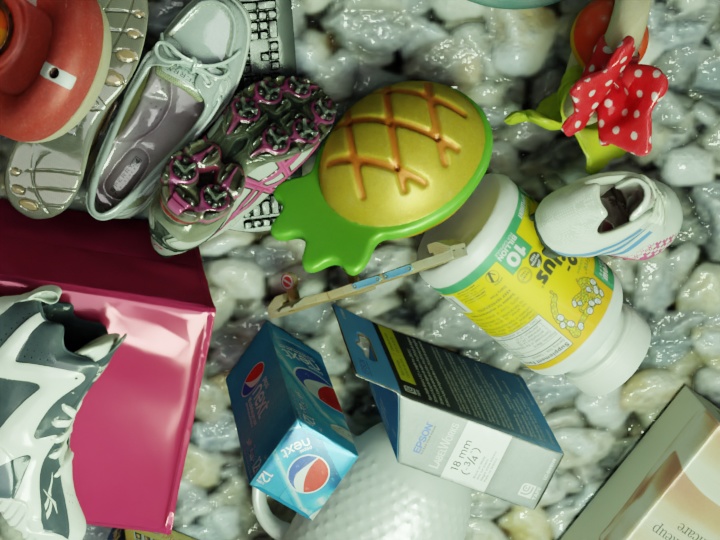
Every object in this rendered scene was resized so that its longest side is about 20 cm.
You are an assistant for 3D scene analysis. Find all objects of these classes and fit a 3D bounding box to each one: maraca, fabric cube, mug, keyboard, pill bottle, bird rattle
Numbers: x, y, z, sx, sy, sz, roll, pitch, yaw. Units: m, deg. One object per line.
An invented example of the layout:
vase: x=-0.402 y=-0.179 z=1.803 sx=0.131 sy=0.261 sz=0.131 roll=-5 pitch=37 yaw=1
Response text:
maraca: x=0.018 y=-0.077 z=1.337 sx=0.199 sy=0.137 sz=0.107 roll=-39 pitch=144 yaw=-10
fabric cube: x=-0.236 y=0.071 z=1.306 sx=0.197 sy=0.200 sz=0.198 roll=10 pitch=107 yaw=-14
mug: x=-0.004 y=0.217 z=1.450 sx=0.199 sy=0.148 sz=0.177 roll=30 pitch=98 yaw=11
keyboard: x=-0.099 y=-0.123 z=1.348 sx=0.103 sy=0.040 sz=0.202 roll=-7 pitch=110 yaw=-9
pill bottle: x=0.153 y=0.018 z=1.411 sx=0.200 sy=0.113 sz=0.113 roll=40 pitch=99 yaw=-21
bird rattle: x=0.188 y=-0.167 z=1.316 sx=0.111 sy=0.200 sz=0.165 roll=15 pitch=79 yaw=1

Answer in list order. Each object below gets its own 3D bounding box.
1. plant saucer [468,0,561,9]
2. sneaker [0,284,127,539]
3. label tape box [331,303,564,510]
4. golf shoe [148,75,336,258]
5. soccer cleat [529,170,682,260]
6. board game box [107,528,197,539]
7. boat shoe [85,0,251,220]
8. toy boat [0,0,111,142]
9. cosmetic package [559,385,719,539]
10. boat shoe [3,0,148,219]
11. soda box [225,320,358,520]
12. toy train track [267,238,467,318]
plant saucer: x=0.126 y=-0.285 z=1.295 sx=0.197 sy=0.036 sz=0.202 roll=1 pitch=130 yaw=1
sneaker: x=-0.211 y=0.099 z=1.171 sx=0.128 sy=0.080 sz=0.201 roll=-23 pitch=102 yaw=5
label tape box: x=0.060 y=0.116 z=1.413 sx=0.198 sy=0.144 sz=0.064 roll=21 pitch=107 yaw=-17
golf shoe: x=-0.099 y=-0.086 z=1.312 sx=0.073 sy=0.092 sz=0.200 roll=45 pitch=54 yaw=6
soccer cleat: x=0.227 y=-0.048 z=1.372 sx=0.199 sy=0.086 sz=0.071 roll=-10 pitch=75 yaw=-47
board game box: x=-0.125 y=0.291 z=1.446 sx=0.198 sy=0.136 sz=0.035 roll=26 pitch=104 yaw=-18
boat shoe: x=-0.152 y=-0.127 z=1.292 sx=0.074 sy=0.065 sz=0.203 roll=35 pitch=97 yaw=-6
toy boat: x=-0.282 y=-0.179 z=1.203 sx=0.199 sy=0.131 sz=0.132 roll=30 pitch=97 yaw=16
cosmetic package: x=0.289 y=0.224 z=1.528 sx=0.103 sy=0.087 sz=0.201 roll=32 pitch=101 yaw=-21
boat shoe: x=-0.227 y=-0.139 z=1.301 sx=0.075 sy=0.072 sz=0.202 roll=27 pitch=92 yaw=-9
soda box: x=-0.060 y=0.120 z=1.358 sx=0.064 sy=0.200 sz=0.068 roll=32 pitch=102 yaw=-20
toy train track: x=0.000 y=0.000 z=1.364 sx=0.199 sy=0.114 sz=0.033 roll=-18 pitch=86 yaw=36
